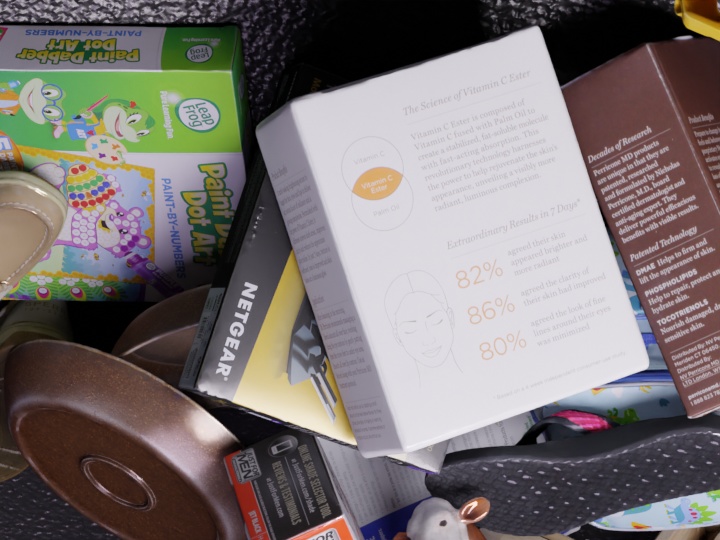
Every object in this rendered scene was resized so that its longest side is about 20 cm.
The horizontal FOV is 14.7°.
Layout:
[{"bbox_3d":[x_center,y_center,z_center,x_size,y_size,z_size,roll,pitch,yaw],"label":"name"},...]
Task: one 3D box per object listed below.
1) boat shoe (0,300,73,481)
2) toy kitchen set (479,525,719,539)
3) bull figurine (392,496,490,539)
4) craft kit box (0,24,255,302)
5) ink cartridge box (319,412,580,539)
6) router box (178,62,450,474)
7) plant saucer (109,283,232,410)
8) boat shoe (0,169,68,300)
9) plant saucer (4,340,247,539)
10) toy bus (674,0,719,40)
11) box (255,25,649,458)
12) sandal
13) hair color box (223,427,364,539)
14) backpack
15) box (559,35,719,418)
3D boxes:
[{"bbox_3d":[-0.239,0.077,1.840,0.073,0.063,0.201,15,143,-16],"label":"boat shoe"},{"bbox_3d":[0.146,0.178,1.822,0.163,0.181,0.201,20,150,39],"label":"toy kitchen set"},{"bbox_3d":[0.064,0.211,1.670,0.065,0.122,0.200,-16,160,-2],"label":"bull figurine"},{"bbox_3d":[-0.161,-0.062,1.686,0.196,0.049,0.201,-1,136,5],"label":"craft kit box"},{"bbox_3d":[0.033,0.138,1.814,0.199,0.047,0.198,-23,136,-5],"label":"ink cartridge box"},{"bbox_3d":[0.000,0.000,1.627,0.156,0.201,0.052,19,175,-15],"label":"router box"},{"bbox_3d":[-0.066,0.042,1.739,0.199,0.035,0.200,-10,163,-3],"label":"plant saucer"},{"bbox_3d":[-0.250,0.010,1.694,0.072,0.065,0.200,36,130,-28],"label":"boat shoe"},{"bbox_3d":[-0.144,0.121,1.740,0.199,0.035,0.201,25,150,15],"label":"plant saucer"},{"bbox_3d":[0.227,-0.173,1.472,0.199,0.137,0.192,16,152,-6],"label":"toy bus"},{"bbox_3d":[0.049,-0.015,1.551,0.151,0.201,0.106,-18,179,-14],"label":"box"},{"bbox_3d":[0.134,0.110,1.627,0.199,0.045,0.075,-12,135,23],"label":"sandal"},{"bbox_3d":[-0.014,0.200,1.674,0.061,0.102,0.201,-23,124,-1],"label":"hair color box"},{"bbox_3d":[0.201,0.065,1.698,0.199,0.148,0.184,-10,136,15],"label":"backpack"},{"bbox_3d":[0.191,-0.026,1.557,0.075,0.201,0.100,-24,174,30],"label":"box"}]
